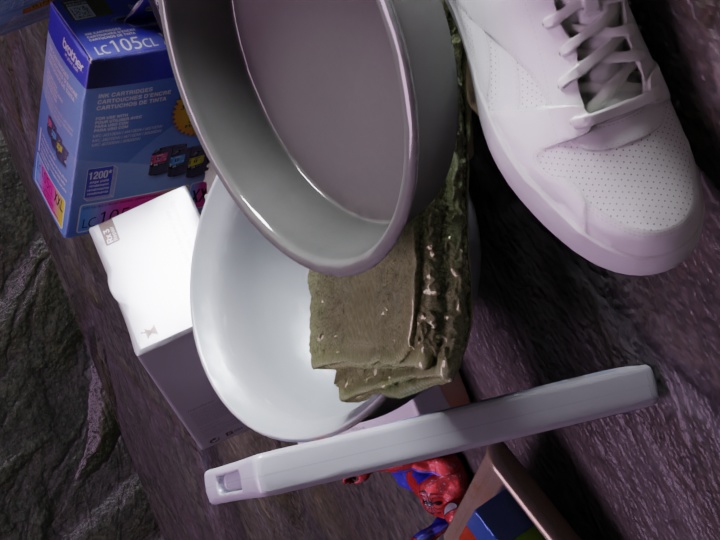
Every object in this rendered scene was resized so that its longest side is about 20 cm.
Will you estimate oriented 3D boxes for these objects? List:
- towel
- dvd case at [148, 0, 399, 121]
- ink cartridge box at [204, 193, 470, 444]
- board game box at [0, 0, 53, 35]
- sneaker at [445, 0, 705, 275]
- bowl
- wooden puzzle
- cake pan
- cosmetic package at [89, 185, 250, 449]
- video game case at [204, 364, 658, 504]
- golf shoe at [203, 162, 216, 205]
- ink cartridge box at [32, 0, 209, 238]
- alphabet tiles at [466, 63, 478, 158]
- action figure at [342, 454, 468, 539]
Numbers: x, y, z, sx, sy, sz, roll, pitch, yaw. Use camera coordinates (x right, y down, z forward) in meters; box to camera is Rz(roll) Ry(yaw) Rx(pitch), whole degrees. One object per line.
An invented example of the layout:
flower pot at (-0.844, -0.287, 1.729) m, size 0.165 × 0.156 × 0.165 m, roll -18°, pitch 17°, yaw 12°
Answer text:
towel at (0.013, -0.037, 0.803) m, size 0.148 × 0.036 × 0.201 m, roll 164°, pitch 105°, yaw -65°
dvd case at (-0.053, -0.135, 0.803) m, size 0.200 × 0.016 × 0.149 m, roll -7°, pitch 106°, yaw 60°
ink cartridge box at (-0.018, 0.023, 1.109) m, size 0.162 × 0.050 × 0.201 m, roll -14°, pitch 96°, yaw 55°
board game box at (-0.205, -0.234, 1.128) m, size 0.041 × 0.199 × 0.200 m, roll 63°, pitch 164°, yaw 8°
sneaker at (0.079, -0.100, 0.627) m, size 0.200 × 0.073 × 0.116 m, roll 63°, pitch 168°, yaw 14°
bowl at (0.000, 0.000, 0.931) m, size 0.201 × 0.090 × 0.202 m, roll -11°, pitch 74°, yaw 41°
wooden puzzle at (0.113, 0.212, 0.993) m, size 0.185 × 0.046 × 0.200 m, roll 51°, pitch 161°, yaw 18°
cake pan at (-0.025, -0.097, 0.725) m, size 0.200 × 0.037 × 0.201 m, roll 37°, pitch 138°, yaw 41°
cosmetic package at (-0.123, 0.040, 1.206) m, size 0.200 × 0.081 × 0.113 m, roll 75°, pitch 170°, yaw -65°
video game case at (0.028, 0.086, 0.841) m, size 0.182 × 0.199 × 0.023 m, roll 144°, pitch 114°, yaw -74°
golf shoe at (-0.040, -0.008, 1.202) m, size 0.097 × 0.078 × 0.200 m, roll -22°, pitch 98°, yaw 58°
ink cartridge box at (-0.157, -0.130, 1.189) m, size 0.076 × 0.136 × 0.200 m, roll 52°, pitch 143°, yaw 35°
alphabet tiles at (0.024, -0.158, 0.832) m, size 0.200 × 0.015 × 0.196 m, roll 52°, pitch 160°, yaw 41°
action figure at (0.016, 0.155, 1.186) m, size 0.200 × 0.099 × 0.065 m, roll 26°, pitch 139°, yaw 63°
